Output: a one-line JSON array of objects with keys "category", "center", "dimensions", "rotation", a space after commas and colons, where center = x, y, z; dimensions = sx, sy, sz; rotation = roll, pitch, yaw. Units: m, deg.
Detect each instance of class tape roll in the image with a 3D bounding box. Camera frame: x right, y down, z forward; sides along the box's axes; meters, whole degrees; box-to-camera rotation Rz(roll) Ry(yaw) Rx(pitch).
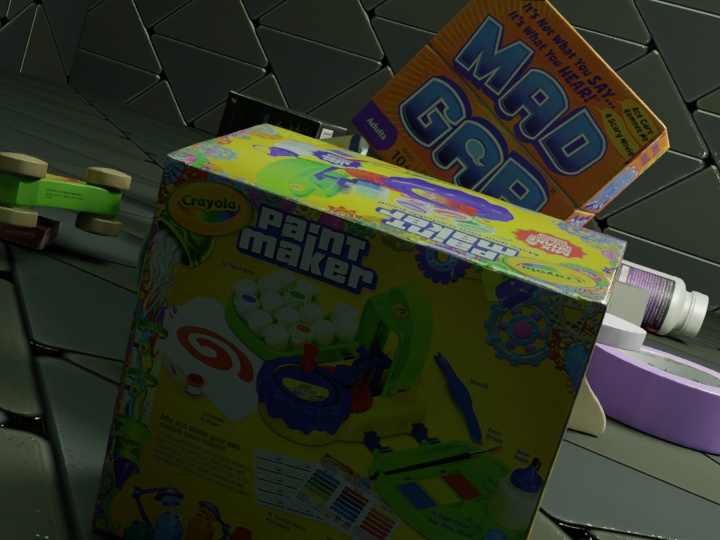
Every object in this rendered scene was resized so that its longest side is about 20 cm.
[{"category": "tape roll", "center": [0.342, 0.138, 1.260], "dimensions": [0.199, 0.066, 0.200], "rotation": [18, 7, -2]}]

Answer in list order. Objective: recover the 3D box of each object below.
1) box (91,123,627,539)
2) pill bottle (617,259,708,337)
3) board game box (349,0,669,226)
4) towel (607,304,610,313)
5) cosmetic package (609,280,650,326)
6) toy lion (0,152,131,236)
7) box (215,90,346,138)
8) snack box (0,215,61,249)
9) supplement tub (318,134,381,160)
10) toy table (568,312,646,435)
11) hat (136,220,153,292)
[{"category": "box", "center": [0.000, 0.055, 0.544], "dimensions": [0.199, 0.193, 0.122], "rotation": [20, 19, 12]}, {"category": "pill bottle", "center": [0.532, 0.054, 2.074], "dimensions": [0.199, 0.112, 0.111], "rotation": [19, 8, 8]}, {"category": "board game box", "center": [0.149, -0.129, 1.064], "dimensions": [0.200, 0.200, 0.200], "rotation": [49, 14, 10]}, {"category": "towel", "center": [0.195, 0.043, 1.352], "dimensions": [0.199, 0.086, 0.166], "rotation": [-5, 8, 20]}, {"category": "cosmetic package", "center": [0.378, 0.042, 1.913], "dimensions": [0.199, 0.091, 0.107], "rotation": [12, 6, -17]}, {"category": "toy lion", "center": [-0.347, -0.087, 1.135], "dimensions": [0.191, 0.069, 0.200], "rotation": [13, 4, 26]}, {"category": "box", "center": [-0.119, -0.105, 1.400], "dimensions": [0.141, 0.201, 0.079], "rotation": [22, 9, 23]}, {"category": "snack box", "center": [-0.407, -0.064, 1.125], "dimensions": [0.199, 0.024, 0.072], "rotation": [17, 7, -6]}, {"category": "supplement tub", "center": [-0.066, -0.059, 1.135], "dimensions": [0.199, 0.145, 0.144], "rotation": [-5, 4, 10]}, {"category": "toy table", "center": [0.160, 0.079, 1.066], "dimensions": [0.199, 0.118, 0.184], "rotation": [18, 8, -1]}, {"category": "hat", "center": [-0.053, 0.018, 0.732], "dimensions": [0.165, 0.201, 0.176], "rotation": [-15, 0, -16]}]
